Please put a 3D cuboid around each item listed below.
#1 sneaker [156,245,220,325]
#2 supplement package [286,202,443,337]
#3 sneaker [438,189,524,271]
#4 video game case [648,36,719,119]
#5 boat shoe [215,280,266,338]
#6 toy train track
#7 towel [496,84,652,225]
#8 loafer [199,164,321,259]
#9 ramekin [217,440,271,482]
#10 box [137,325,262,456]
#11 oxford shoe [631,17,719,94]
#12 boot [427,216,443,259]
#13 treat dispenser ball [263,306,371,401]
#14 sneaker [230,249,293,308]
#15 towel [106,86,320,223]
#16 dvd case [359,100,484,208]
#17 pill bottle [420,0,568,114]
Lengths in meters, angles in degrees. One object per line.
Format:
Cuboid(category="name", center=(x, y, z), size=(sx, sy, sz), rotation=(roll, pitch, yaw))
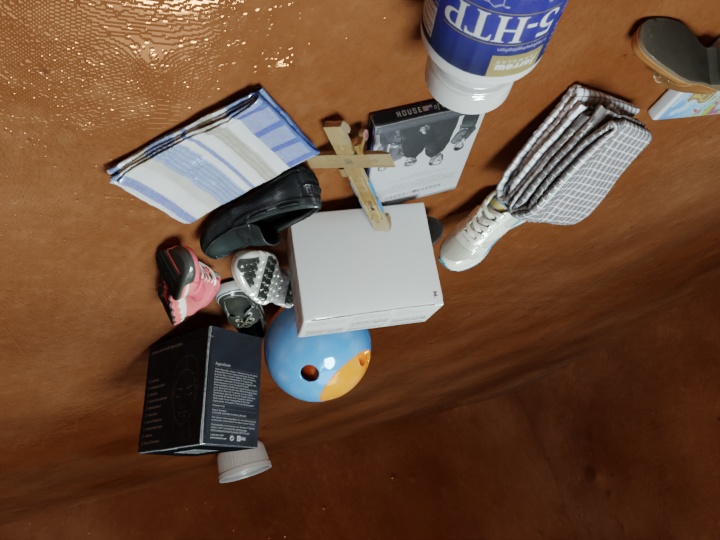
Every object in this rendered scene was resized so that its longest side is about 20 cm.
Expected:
Cuboid(category="sneaker", center=(-0.246, 0.009, 0.909), size=(0.086, 0.074, 0.200), rotation=(-24, 166, -28))
Cuboid(category="supplement package", center=(0.000, 0.000, 0.905), size=(0.199, 0.157, 0.111), rotation=(-6, 164, -12))
Cuboid(category="sneaker", center=(0.206, -0.080, 1.019), size=(0.200, 0.077, 0.081), rotation=(-40, 156, -4))
Cuboid(category="video game case", center=(0.548, -0.294, 0.894), size=(0.181, 0.022, 0.200), rotation=(-10, 156, -22))
Cuboid(category="boat shoe", center=(-0.201, 0.073, 1.086), size=(0.068, 0.057, 0.200), rotation=(-18, 158, -2))
Cuboid(category="toy train track", center=(0.003, -0.121, 0.789), size=(0.114, 0.033, 0.200), rotation=(4, 148, 24))
Cuboid(category="towel", center=(0.313, -0.153, 0.895), size=(0.165, 0.086, 0.200), rotation=(1, 136, -42))
Cuboid(category="loafer", center=(-0.133, -0.062, 0.807), size=(0.200, 0.071, 0.068), rotation=(-30, 157, 26))
Cuboid(category="ramekin", center=(-0.440, 0.710, 2.320), size=(0.199, 0.106, 0.200), rotation=(-16, 158, -7))
Cuboid(category="box", center=(-0.285, 0.222, 1.108), size=(0.199, 0.198, 0.124), rotation=(-19, 154, 39))
Cuboid(category="oxford shoe", center=(0.401, -0.261, 0.795), size=(0.199, 0.072, 0.071), rotation=(9, 172, -34))
Cuboid(category="boot", center=(0.091, -0.023, 1.093), size=(0.188, 0.069, 0.200), rotation=(-31, 157, 22))
Cuboid(category="treat dispenser ball", center=(-0.079, 0.142, 1.154), size=(0.200, 0.202, 0.201), rotation=(-17, 158, -7))
Cuboid(category="sneaker", center=(-0.156, 0.011, 0.939), size=(0.081, 0.076, 0.200), rotation=(16, 171, 16))
Cuboid(category="towel", center=(-0.161, -0.120, 0.703), size=(0.199, 0.024, 0.147), rotation=(-24, 156, 13))
Cuboid(category="dvd case", center=(0.077, -0.153, 0.831), size=(0.149, 0.025, 0.200), rotation=(-15, 158, -11))
Cuboid(category="pill bottle", center=(0.116, -0.235, 0.542), size=(0.119, 0.120, 0.200), rotation=(-15, 158, -10))
